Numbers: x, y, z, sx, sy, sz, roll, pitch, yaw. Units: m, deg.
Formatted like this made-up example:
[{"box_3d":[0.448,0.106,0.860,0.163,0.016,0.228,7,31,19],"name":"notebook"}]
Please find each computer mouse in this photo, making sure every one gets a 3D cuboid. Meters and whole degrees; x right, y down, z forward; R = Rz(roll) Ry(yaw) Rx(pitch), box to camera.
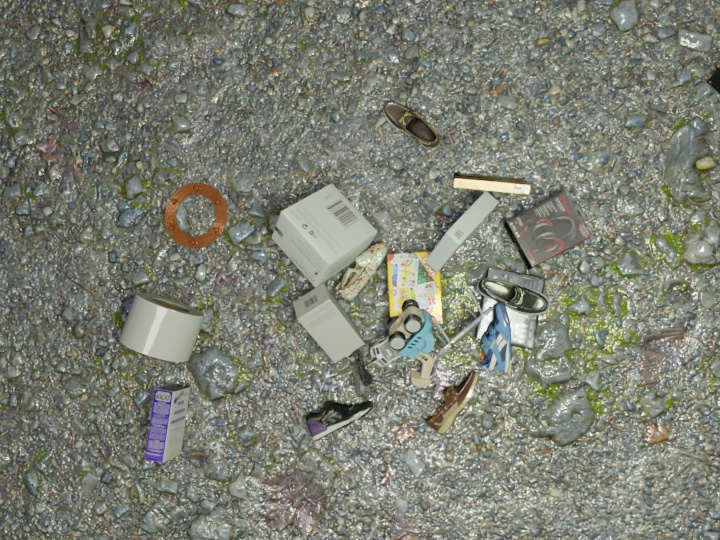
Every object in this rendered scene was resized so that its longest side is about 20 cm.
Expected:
[{"box_3d":[0.070,0.233,1.600,0.199,0.044,0.110,-31,88,6],"name":"computer mouse"}]

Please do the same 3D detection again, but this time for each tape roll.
[{"box_3d":[-0.562,0.161,1.609,0.202,0.203,0.140,20,88,8],"name":"tape roll"}]

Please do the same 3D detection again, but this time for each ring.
[{"box_3d":[-0.502,-0.168,1.717,0.199,0.019,0.202,0,87,7],"name":"ring"}]

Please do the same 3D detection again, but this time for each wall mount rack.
[{"box_3d":[0.255,0.131,1.473,0.200,0.174,0.075,-40,72,-6],"name":"wall mount rack"}]

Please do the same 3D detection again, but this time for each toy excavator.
[{"box_3d":[0.154,0.207,1.519,0.200,0.100,0.195,34,112,-17],"name":"toy excavator"}]

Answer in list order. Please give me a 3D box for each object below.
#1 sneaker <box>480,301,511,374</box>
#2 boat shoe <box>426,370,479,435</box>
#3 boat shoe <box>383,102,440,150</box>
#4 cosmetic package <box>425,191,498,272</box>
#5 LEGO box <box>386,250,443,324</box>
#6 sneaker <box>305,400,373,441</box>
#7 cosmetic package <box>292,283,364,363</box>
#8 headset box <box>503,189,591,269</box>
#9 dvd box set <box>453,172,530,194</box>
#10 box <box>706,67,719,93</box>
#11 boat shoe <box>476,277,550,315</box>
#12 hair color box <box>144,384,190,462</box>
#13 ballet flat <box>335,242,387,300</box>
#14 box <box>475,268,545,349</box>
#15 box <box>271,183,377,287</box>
[{"box_3d":[0.358,0.181,1.498,0.082,0.074,0.201,1,105,14],"name":"sneaker"},{"box_3d":[0.251,0.353,1.555,0.072,0.072,0.201,34,97,7],"name":"boat shoe"},{"box_3d":[0.147,-0.423,1.628,0.200,0.060,0.072,41,92,8],"name":"boat shoe"},{"box_3d":[0.268,-0.102,1.501,0.052,0.151,0.200,40,58,9],"name":"cosmetic package"},{"box_3d":[0.153,0.051,1.584,0.148,0.077,0.201,-4,85,7],"name":"LEGO box"},{"box_3d":[-0.064,0.400,1.592,0.199,0.076,0.088,-28,77,5],"name":"sneaker"},{"box_3d":[-0.086,0.147,1.551,0.107,0.085,0.200,-31,126,3],"name":"cosmetic package"},{"box_3d":[0.518,-0.115,1.549,0.199,0.075,0.149,-27,82,5],"name":"headset box"},{"box_3d":[0.354,-0.238,1.545,0.199,0.146,0.030,7,106,9],"name":"dvd box set"},{"box_3d":[1.034,-0.481,1.474,0.079,0.141,0.200,-44,82,0],"name":"box"},{"box_3d":[0.406,0.071,1.500,0.199,0.071,0.073,15,88,8],"name":"boat shoe"},{"box_3d":[-0.556,0.437,1.634,0.064,0.109,0.201,8,87,9],"name":"hair color box"},{"box_3d":[0.000,0.000,1.586,0.064,0.076,0.200,24,110,-32],"name":"ballet flat"},{"box_3d":[0.412,0.105,1.560,0.157,0.051,0.201,10,88,8],"name":"box"},{"box_3d":[-0.100,-0.099,1.555,0.199,0.131,0.200,47,54,11],"name":"box"}]
